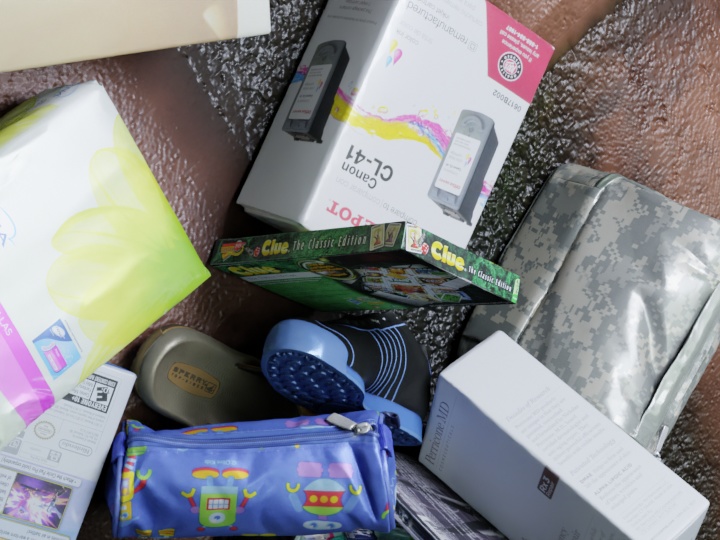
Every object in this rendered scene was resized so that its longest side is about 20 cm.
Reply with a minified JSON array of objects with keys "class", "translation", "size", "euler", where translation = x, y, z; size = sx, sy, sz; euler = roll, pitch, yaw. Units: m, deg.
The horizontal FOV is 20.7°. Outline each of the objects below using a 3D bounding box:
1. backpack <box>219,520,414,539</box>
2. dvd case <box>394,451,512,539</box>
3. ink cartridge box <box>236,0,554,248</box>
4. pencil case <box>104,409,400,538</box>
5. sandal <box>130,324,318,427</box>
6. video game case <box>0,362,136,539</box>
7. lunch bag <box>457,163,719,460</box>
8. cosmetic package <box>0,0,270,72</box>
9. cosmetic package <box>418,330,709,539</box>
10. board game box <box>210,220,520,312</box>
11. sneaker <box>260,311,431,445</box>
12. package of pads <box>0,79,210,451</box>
[{"class":"backpack","translation":[0.005,0.253,1.399],"size":[0.199,0.150,0.179],"euler":[13,92,-42]},{"class":"dvd case","translation":[0.081,0.182,1.411],"size":[0.199,0.149,0.016],"euler":[21,106,-47]},{"class":"ink cartridge box","translation":[0.026,-0.101,1.364],"size":[0.147,0.085,0.201],"euler":[27,83,-37]},{"class":"pencil case","translation":[-0.069,0.134,1.300],"size":[0.198,0.078,0.087],"euler":[-1,127,-4]},{"class":"sandal","translation":[-0.070,0.092,1.356],"size":[0.199,0.054,0.081],"euler":[25,86,-41]},{"class":"video game case","translation":[-0.259,0.118,1.232],"size":[0.199,0.045,0.182],"euler":[23,85,-37]},{"class":"lunch bag","translation":[0.192,0.038,1.463],"size":[0.139,0.167,0.201],"euler":[39,78,-35]},{"class":"cosmetic package","translation":[-0.164,-0.170,1.199],"size":[0.199,0.105,0.072],"euler":[-13,108,-31]},{"class":"cosmetic package","translation":[0.138,0.147,1.377],"size":[0.074,0.200,0.102],"euler":[-34,150,-35]},{"class":"board game box","translation":[0.000,0.000,1.297],"size":[0.104,0.199,0.024],"euler":[22,74,-38]},{"class":"sneaker","translation":[-0.007,0.057,1.345],"size":[0.200,0.070,0.078],"euler":[43,51,-59]},{"class":"package of pads","translation":[-0.203,-0.008,1.194],"size":[0.200,0.068,0.155],"euler":[-41,111,-38]}]
